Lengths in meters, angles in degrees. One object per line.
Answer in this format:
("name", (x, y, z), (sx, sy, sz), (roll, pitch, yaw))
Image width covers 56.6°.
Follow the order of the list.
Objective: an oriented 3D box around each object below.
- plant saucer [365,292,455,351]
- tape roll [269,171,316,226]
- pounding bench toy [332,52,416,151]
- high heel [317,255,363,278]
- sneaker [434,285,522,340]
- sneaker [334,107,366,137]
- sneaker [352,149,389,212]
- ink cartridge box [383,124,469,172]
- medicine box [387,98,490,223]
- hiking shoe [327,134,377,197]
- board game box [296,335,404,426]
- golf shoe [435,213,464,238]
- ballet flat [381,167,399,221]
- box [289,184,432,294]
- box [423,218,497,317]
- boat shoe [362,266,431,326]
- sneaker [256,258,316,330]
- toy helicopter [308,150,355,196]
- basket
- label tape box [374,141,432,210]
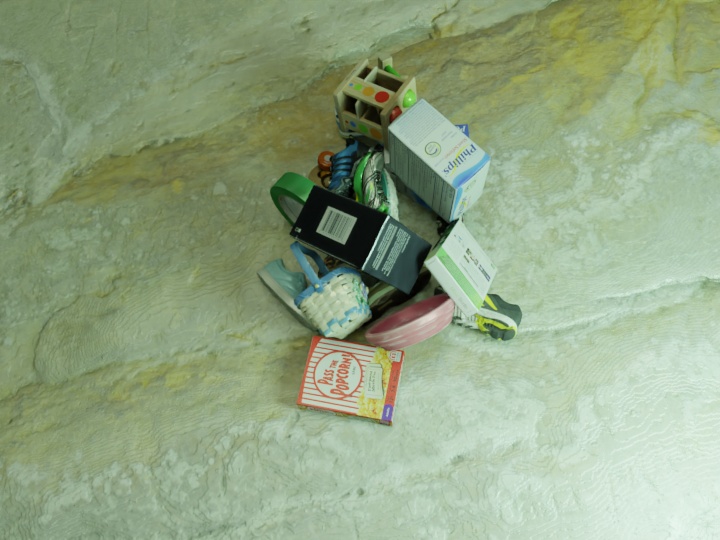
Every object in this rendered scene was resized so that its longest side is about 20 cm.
("plant saucer", (0.108, 0.109, 1.367), (0.200, 0.201, 0.051), (-26, 94, -7))
("tape roll", (-0.111, -0.129, 1.484), (0.200, 0.201, 0.048), (35, 72, 20))
("pounding bench toy", (0.064, -0.400, 1.522), (0.156, 0.124, 0.200), (27, 68, 21))
("high heel", (0.000, 0.000, 1.456), (0.142, 0.072, 0.200), (-36, 34, -17))
("sneaker", (0.252, 0.081, 1.430), (0.199, 0.075, 0.085), (28, 45, 23))
("sneaker", (0.020, -0.373, 1.622), (0.199, 0.082, 0.074), (1, 45, 32))
("sneaker", (0.033, -0.167, 1.486), (0.085, 0.078, 0.201), (10, 97, 35))
("ink cartridge box", (0.153, -0.283, 1.551), (0.199, 0.044, 0.095), (-4, 66, 2))
("medicine box", (0.160, -0.226, 1.410), (0.103, 0.182, 0.200), (-43, 75, -10))
("hiking shoe", (-0.043, -0.220, 1.529), (0.086, 0.075, 0.200), (30, 61, 11))
("board game box", (-0.018, 0.228, 1.387), (0.199, 0.046, 0.152), (8, 65, 9))
("golf shoe", (0.213, -0.133, 1.524), (0.088, 0.077, 0.201), (-11, 76, -33))
("ballet flat", (0.061, -0.135, 1.539), (0.071, 0.072, 0.201), (-6, 75, 2))
("box", (0.003, -0.060, 1.327), (0.196, 0.200, 0.118), (26, 89, 34))
("box", (0.212, -0.009, 1.386), (0.145, 0.036, 0.200), (52, 32, -7))
("boat shoe", (0.058, 0.038, 1.464), (0.199, 0.072, 0.076), (-30, 53, -9))
("sneaker", (-0.143, 0.044, 1.474), (0.082, 0.074, 0.200), (-41, 69, -12))
("toy helicopter", (-0.028, -0.190, 1.580), (0.199, 0.079, 0.133), (16, 59, -1))
("basket", (-0.067, 0.036, 1.378), (0.139, 0.176, 0.200), (-38, 78, 7))
("label tape box", (0.132, -0.255, 1.598), (0.200, 0.066, 0.143), (35, 72, 21))
